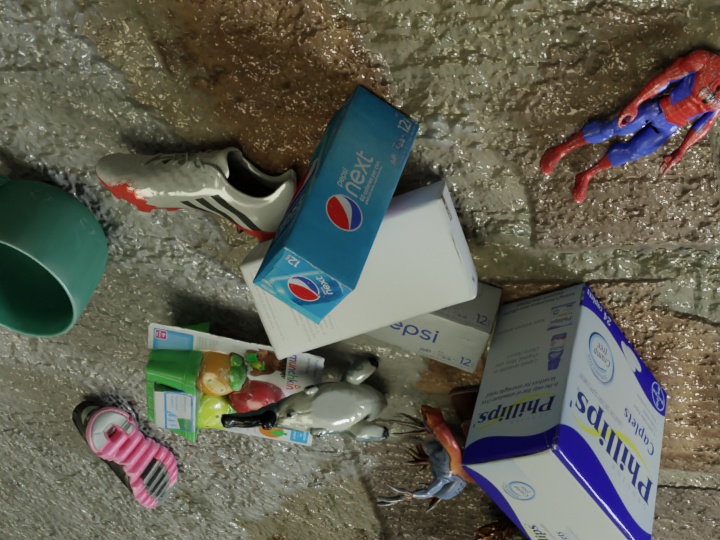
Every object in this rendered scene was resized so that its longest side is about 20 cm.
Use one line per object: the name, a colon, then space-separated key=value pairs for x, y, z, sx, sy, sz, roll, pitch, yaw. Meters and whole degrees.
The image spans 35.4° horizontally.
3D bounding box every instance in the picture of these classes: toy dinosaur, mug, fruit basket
toy dinosaur: x=0.099 y=0.202 z=1.268 sx=0.199 sy=0.106 sz=0.182 roll=-3 pitch=158 yaw=-20
mug: x=-0.347 y=-0.032 z=1.188 sx=0.151 sy=0.115 sz=0.186 roll=13 pitch=139 yaw=11
fruit basket: x=-0.148 y=0.142 z=1.304 sx=0.199 sy=0.094 sz=0.186 roll=15 pitch=139 yaw=3

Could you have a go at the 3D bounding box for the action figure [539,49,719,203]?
action figure: x=0.233 y=-0.117 z=0.895 sx=0.065 sy=0.052 sz=0.200 roll=40 pitch=134 yaw=-16

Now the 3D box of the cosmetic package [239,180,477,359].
cosmetic package: x=0.000 y=0.000 z=1.041 sx=0.199 sy=0.074 sz=0.102 roll=-17 pitch=105 yaw=13

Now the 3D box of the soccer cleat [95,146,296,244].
soccer cleat: x=-0.155 y=-0.088 z=1.084 sx=0.199 sy=0.069 sz=0.085 roll=17 pitch=132 yaw=0

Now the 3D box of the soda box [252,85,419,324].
soda box: x=-0.017 y=-0.059 z=0.946 sx=0.068 sy=0.201 sz=0.064 roll=32 pitch=139 yaw=-13

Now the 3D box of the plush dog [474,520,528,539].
plush dog: x=0.228 y=0.374 z=1.399 sx=0.171 sy=0.160 sz=0.201 roll=5 pitch=125 yaw=45

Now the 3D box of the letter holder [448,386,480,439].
letter holder: x=0.183 y=0.224 z=1.256 sx=0.142 sy=0.101 sz=0.200 roll=-11 pitch=131 yaw=35

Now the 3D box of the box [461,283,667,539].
box: x=0.203 y=0.151 z=1.084 sx=0.105 sy=0.201 sz=0.184 roll=-18 pitch=127 yaw=36

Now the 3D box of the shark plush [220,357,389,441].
shark plush: x=-0.054 y=0.167 z=1.252 sx=0.083 sy=0.199 sz=0.091 roll=-28 pitch=81 yaw=61

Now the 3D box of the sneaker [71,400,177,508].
sneaker: x=-0.324 y=0.244 z=1.535 sx=0.095 sy=0.079 sz=0.200 roll=16 pitch=145 yaw=42

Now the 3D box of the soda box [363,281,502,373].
soda box: x=0.035 y=0.029 z=1.127 sx=0.199 sy=0.064 sz=0.068 roll=19 pitch=139 yaw=3
